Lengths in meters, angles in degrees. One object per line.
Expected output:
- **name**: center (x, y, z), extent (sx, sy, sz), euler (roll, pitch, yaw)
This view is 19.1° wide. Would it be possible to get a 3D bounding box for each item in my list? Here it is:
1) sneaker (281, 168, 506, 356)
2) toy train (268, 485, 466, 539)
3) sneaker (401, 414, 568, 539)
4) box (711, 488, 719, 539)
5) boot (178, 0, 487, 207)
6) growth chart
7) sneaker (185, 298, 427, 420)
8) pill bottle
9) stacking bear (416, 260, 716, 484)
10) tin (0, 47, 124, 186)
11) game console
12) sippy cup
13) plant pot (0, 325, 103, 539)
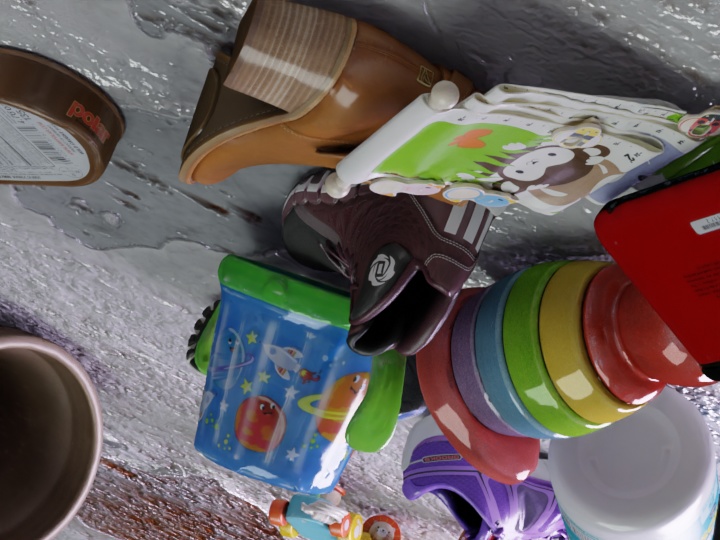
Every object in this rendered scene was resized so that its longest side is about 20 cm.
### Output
- **sneaker**: center (0.000, 0.000, 1.264), extent (0.076, 0.116, 0.200), euler (31, 155, -24)
- **toy train**: center (0.023, 0.219, 1.828), extent (0.199, 0.056, 0.150), euler (28, 155, -26)
- **sneaker**: center (0.115, 0.182, 1.623), extent (0.199, 0.084, 0.081), euler (25, 157, -14)
- **box**: center (0.295, 0.142, 1.239), extent (0.124, 0.149, 0.200), euler (7, 172, 30)
- **boot**: center (-0.012, -0.071, 1.177), extent (0.154, 0.074, 0.200), euler (20, 160, -11)
- **growth chart**: center (0.093, -0.059, 1.089), extent (0.199, 0.018, 0.145), euler (3, 157, -19)
- **sneaker**: center (-0.025, 0.069, 1.513), extent (0.199, 0.079, 0.089), euler (12, 165, 39)
- **pill bottle**: center (0.193, 0.161, 1.476), extent (0.110, 0.111, 0.200), euler (12, 157, 18)
- **stacking bear**: center (0.141, 0.043, 1.270), extent (0.199, 0.122, 0.114), euler (-17, 146, 41)
- **tin**: center (-0.241, -0.096, 1.354), extent (0.199, 0.042, 0.112), euler (3, 148, 35)
- **game console**: center (0.252, -0.017, 1.099), extent (0.173, 0.119, 0.200), euler (50, 148, -13)
- **sippy cup**: center (-0.044, 0.071, 1.392), extent (0.139, 0.131, 0.178), euler (19, -179, -1)
- **plant pot**: center (-0.340, 0.126, 1.782), extent (0.174, 0.201, 0.200), euler (23, 167, 49)
